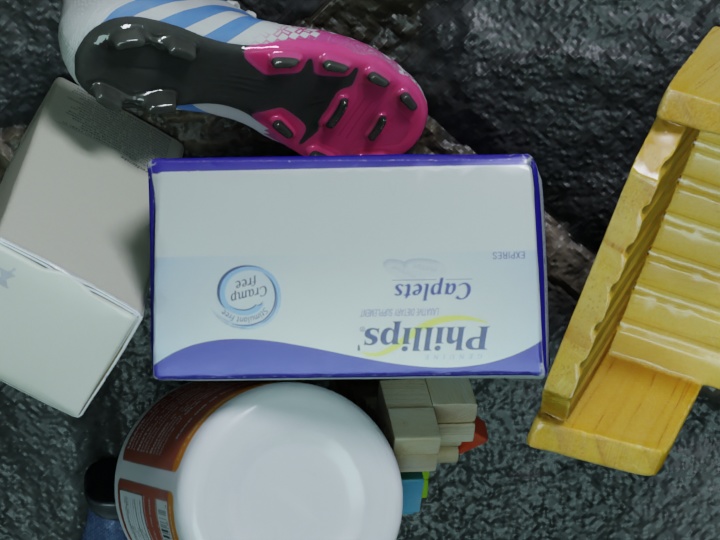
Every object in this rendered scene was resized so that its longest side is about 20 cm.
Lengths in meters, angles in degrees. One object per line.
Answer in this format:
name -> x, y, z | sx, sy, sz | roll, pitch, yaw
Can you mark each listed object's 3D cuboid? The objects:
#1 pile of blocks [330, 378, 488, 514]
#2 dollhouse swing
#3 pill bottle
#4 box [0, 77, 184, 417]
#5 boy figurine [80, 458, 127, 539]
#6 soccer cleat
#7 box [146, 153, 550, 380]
pile of blocks -> 0.029, 0.094, 1.381 | 0.062, 0.200, 0.082 | -1, 89, -10
dollhouse swing -> 0.211, 0.011, 1.346 | 0.175, 0.182, 0.200 | 25, 114, 8
pill bottle -> -0.059, 0.109, 1.342 | 0.112, 0.200, 0.113 | 0, 90, -17
box -> -0.143, -0.016, 1.327 | 0.082, 0.200, 0.068 | 29, 114, -9
boy figurine -> -0.126, 0.203, 1.501 | 0.124, 0.064, 0.201 | 4, 111, -1
soccer cleat -> -0.059, -0.110, 1.358 | 0.199, 0.086, 0.070 | 12, 123, -28
box -> 0.000, 0.000, 1.316 | 0.183, 0.200, 0.105 | -1, 90, 4
